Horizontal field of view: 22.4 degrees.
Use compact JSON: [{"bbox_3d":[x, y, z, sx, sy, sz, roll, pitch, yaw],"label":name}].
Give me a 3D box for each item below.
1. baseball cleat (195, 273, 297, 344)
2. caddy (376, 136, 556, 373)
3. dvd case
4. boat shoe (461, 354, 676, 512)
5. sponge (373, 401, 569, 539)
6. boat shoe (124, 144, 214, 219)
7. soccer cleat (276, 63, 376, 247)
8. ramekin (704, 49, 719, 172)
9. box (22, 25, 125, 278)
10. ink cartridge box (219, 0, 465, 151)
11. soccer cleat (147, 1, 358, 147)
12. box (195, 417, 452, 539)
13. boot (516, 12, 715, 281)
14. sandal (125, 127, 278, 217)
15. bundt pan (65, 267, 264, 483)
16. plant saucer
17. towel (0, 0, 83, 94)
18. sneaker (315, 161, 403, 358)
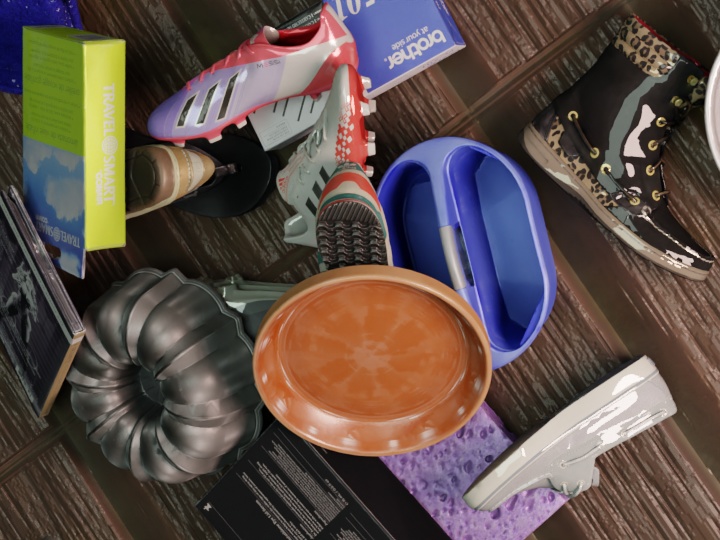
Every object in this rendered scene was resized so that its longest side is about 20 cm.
[{"bbox_3d":[-0.062,0.057,1.639,0.198,0.070,0.107,8,111,21],"label":"baseball cleat"},{"bbox_3d":[0.090,-0.015,1.554,0.140,0.105,0.202,-14,91,19],"label":"caddy"},{"bbox_3d":[-0.302,0.032,1.648,0.149,0.016,0.200,61,152,15],"label":"dvd case"},{"bbox_3d":[0.181,0.154,1.545,0.200,0.070,0.072,-36,87,0],"label":"boat shoe"},{"bbox_3d":[0.079,0.163,1.615,0.112,0.030,0.200,-44,82,17],"label":"sponge"},{"bbox_3d":[-0.201,-0.078,1.622,0.199,0.076,0.072,3,101,51],"label":"boat shoe"},{"bbox_3d":[-0.030,-0.092,1.561,0.084,0.069,0.201,2,137,0],"label":"soccer cleat"},{"bbox_3d":[0.379,-0.129,1.457,0.198,0.105,0.202,2,95,16],"label":"ramekin"},{"bbox_3d":[-0.250,-0.105,1.577,0.122,0.047,0.202,20,112,51],"label":"box"},{"bbox_3d":[-0.017,-0.192,1.605,0.199,0.044,0.095,-27,88,17],"label":"ink cartridge box"},{"bbox_3d":[-0.098,-0.168,1.567,0.198,0.067,0.077,-16,118,13],"label":"soccer cleat"},{"bbox_3d":[-0.028,0.231,1.616,0.200,0.079,0.141,48,117,8],"label":"box"},{"bbox_3d":[0.247,-0.102,1.520,0.200,0.073,0.151,42,105,15],"label":"boot"},{"bbox_3d":[-0.172,-0.090,1.662,0.198,0.043,0.077,7,97,17],"label":"sandal"},{"bbox_3d":[-0.185,0.103,1.633,0.200,0.076,0.204,12,113,29],"label":"bundt pan"},{"bbox_3d":[0.010,0.073,1.514,0.198,0.032,0.202,1,129,2],"label":"plant saucer"},{"bbox_3d":[-0.350,-0.220,1.663,0.198,0.050,0.148,9,140,14],"label":"towel"},{"bbox_3d":[0.000,0.000,1.536,0.070,0.094,0.201,-3,129,5],"label":"sneaker"}]
